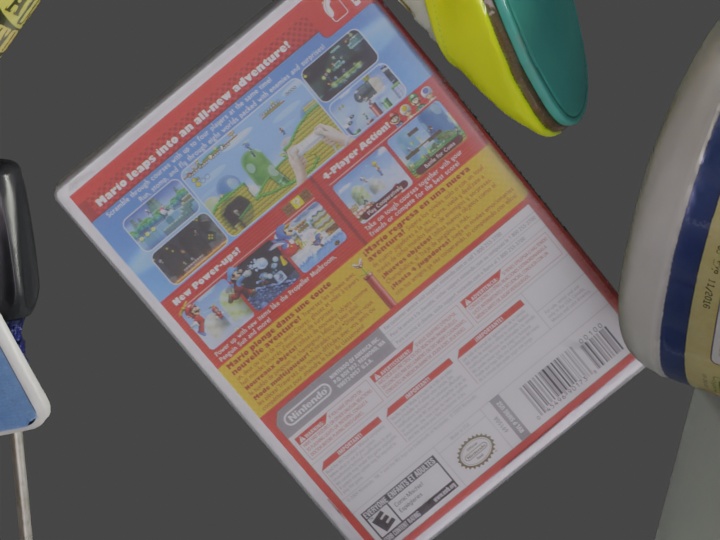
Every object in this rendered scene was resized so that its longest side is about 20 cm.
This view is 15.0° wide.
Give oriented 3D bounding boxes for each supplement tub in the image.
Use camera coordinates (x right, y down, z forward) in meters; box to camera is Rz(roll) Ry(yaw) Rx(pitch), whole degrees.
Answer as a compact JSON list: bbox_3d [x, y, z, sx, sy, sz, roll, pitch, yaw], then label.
[{"bbox_3d":[0.205,-0.003,0.961,0.199,0.144,0.145,20,102,17],"label":"supplement tub"}]

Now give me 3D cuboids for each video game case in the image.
[{"bbox_3d":[0.000,0.000,1.043,0.143,0.017,0.200,-39,102,5],"label":"video game case"}]

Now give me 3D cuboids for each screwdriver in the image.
[{"bbox_3d":[-0.128,0.056,1.040,0.029,0.028,0.202,-3,102,26],"label":"screwdriver"}]

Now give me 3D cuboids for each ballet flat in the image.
[{"bbox_3d":[0.027,-0.137,0.989,0.067,0.067,0.201,-4,124,27],"label":"ballet flat"}]

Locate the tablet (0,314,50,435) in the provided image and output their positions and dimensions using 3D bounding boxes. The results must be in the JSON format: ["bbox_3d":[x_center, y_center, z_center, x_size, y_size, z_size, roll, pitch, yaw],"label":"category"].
[{"bbox_3d":[-0.206,-0.009,0.981,0.129,0.014,0.201,-12,125,19],"label":"tablet"}]

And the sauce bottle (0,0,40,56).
[{"bbox_3d":[-0.131,-0.129,0.980,0.066,0.066,0.200,35,100,-10],"label":"sauce bottle"}]

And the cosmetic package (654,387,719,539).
[{"bbox_3d":[0.193,0.166,1.017,0.164,0.165,0.201,12,102,-7],"label":"cosmetic package"}]
